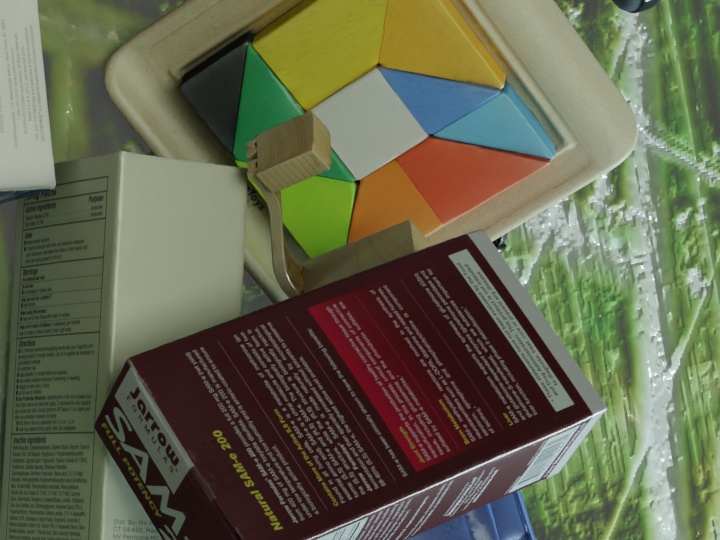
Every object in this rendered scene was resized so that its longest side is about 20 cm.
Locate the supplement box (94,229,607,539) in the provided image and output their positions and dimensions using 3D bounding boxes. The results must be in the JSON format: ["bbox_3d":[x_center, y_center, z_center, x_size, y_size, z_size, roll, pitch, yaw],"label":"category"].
[{"bbox_3d":[-0.003,0.065,1.176,0.200,0.061,0.109,-19,65,-34],"label":"supplement box"}]

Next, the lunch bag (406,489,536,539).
[{"bbox_3d":[0.016,0.149,1.281,0.132,0.136,0.200,-21,98,-32],"label":"lunch bag"}]

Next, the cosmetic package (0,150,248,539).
[{"bbox_3d":[-0.110,0.051,1.228,0.073,0.103,0.200,7,84,-34],"label":"cosmetic package"}]

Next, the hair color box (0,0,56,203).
[{"bbox_3d":[-0.239,-0.076,1.177,0.200,0.061,0.100,-4,86,-33],"label":"hair color box"}]

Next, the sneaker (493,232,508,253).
[{"bbox_3d":[0.050,-0.051,1.354,0.075,0.079,0.200,7,84,-34],"label":"sneaker"}]

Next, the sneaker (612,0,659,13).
[{"bbox_3d":[0.090,-0.221,1.408,0.087,0.074,0.200,-22,89,-18],"label":"sneaker"}]

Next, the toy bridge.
[{"bbox_3d":[0.000,0.000,1.273,0.200,0.067,0.027,46,29,-45],"label":"toy bridge"}]

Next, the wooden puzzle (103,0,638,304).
[{"bbox_3d":[0.005,-0.078,1.285,0.200,0.037,0.185,-33,109,15],"label":"wooden puzzle"}]
